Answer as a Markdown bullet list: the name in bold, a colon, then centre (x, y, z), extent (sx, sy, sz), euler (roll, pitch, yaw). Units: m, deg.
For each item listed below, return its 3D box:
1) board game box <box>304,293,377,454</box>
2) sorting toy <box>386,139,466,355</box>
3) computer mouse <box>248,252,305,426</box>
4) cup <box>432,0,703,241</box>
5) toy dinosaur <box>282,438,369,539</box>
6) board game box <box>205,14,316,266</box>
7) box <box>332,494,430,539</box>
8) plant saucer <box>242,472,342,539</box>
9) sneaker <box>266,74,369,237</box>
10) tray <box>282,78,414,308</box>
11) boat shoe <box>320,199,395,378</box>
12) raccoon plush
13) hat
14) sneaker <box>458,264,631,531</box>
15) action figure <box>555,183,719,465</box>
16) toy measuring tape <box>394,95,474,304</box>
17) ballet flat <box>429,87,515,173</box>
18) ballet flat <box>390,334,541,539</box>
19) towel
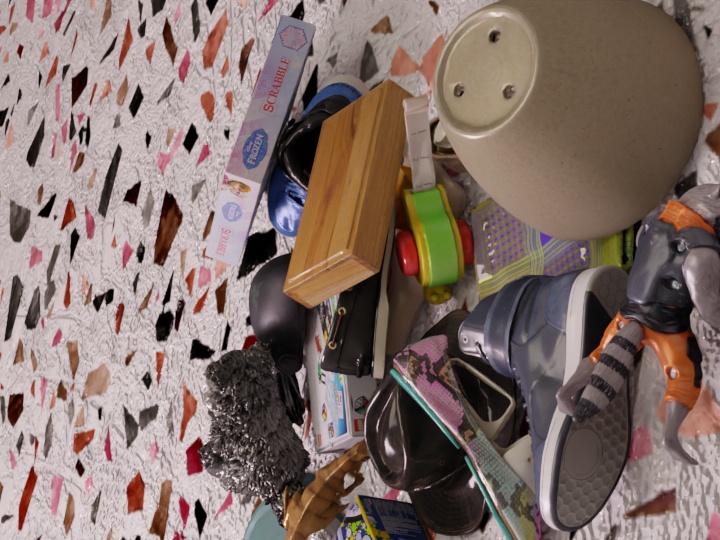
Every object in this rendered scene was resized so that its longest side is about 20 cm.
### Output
- **board game box**: centre (-0.022, 0.070, 1.577), extent (0.126, 0.035, 0.200), euler (143, 124, -69)
- **sorting toy**: centre (0.019, -0.042, 1.599), extent (0.200, 0.036, 0.185), euler (51, 124, 54)
- **computer mouse**: centre (-0.085, 0.059, 1.648), extent (0.200, 0.053, 0.139), euler (95, 170, -55)
- **cup**: centre (0.138, -0.134, 1.255), extent (0.200, 0.143, 0.200), euler (-14, 70, 41)
- **toy dinosaur**: centre (-0.051, 0.228, 1.500), extent (0.200, 0.060, 0.106), euler (-59, -2, -2)
- **board game box**: centre (-0.107, -0.134, 1.733), extent (0.200, 0.041, 0.200), euler (114, 174, -63)
- **box**: centre (0.039, 0.290, 1.415), extent (0.070, 0.064, 0.200), euler (-63, 32, 27)
- **plant saucer**: centre (-0.079, 0.302, 1.651), extent (0.200, 0.036, 0.200), euler (-29, 56, 54)
- **sneaker**: centre (-0.057, -0.098, 1.669), extent (0.200, 0.077, 0.111), euler (-59, 0, 34)
- **tray**: centre (-0.010, -0.071, 1.484), extent (0.099, 0.037, 0.200), euler (-28, 39, 43)
- **boat shoe**: centre (0.000, -0.001, 1.493), extent (0.074, 0.063, 0.202), euler (91, -175, -71)
- **raccoon plush**: centre (-0.077, 0.157, 1.587), extent (0.200, 0.097, 0.134), euler (29, 136, 25)
- **hat**: centre (0.050, 0.130, 1.418), extent (0.201, 0.081, 0.201), euler (-18, 70, 61)
- **sneaker**: centre (0.138, 0.099, 1.278), extent (0.146, 0.077, 0.203), euler (-3, 73, 52)
- **action figure**: centre (0.227, 0.031, 1.125), extent (0.200, 0.105, 0.194), euler (21, 92, 57)
- **toy measuring tape**: centre (0.063, -0.052, 1.447), extent (0.074, 0.074, 0.200), euler (-130, 29, -55)
- **ballet flat**: centre (0.117, -0.125, 1.419), extent (0.200, 0.067, 0.068), euler (-20, 56, 57)
- **ballet flat**: centre (0.103, 0.135, 1.324), extent (0.071, 0.069, 0.200), euler (-35, 73, 1)
- **towel**: centre (0.156, -0.027, 1.364), extent (0.200, 0.023, 0.144), euler (-33, 51, 53)
